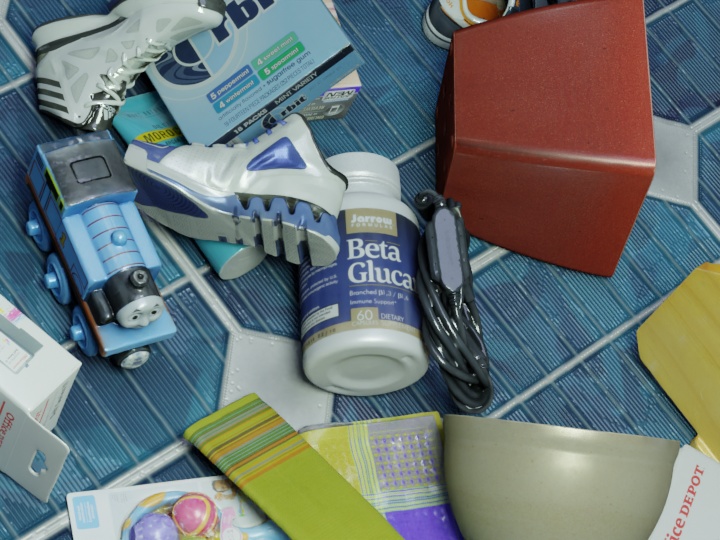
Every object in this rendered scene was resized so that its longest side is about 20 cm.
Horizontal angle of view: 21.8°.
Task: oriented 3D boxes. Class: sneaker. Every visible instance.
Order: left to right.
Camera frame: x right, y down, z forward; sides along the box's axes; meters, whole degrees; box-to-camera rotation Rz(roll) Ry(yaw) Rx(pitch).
[{"bbox_3d":[-0.204,-0.177,1.665,0.076,0.200,0.115,22,60,-58],"label":"sneaker"},{"bbox_3d":[-0.097,-0.084,1.624,0.199,0.081,0.115,18,60,7],"label":"sneaker"},{"bbox_3d":[0.168,-0.253,1.882,0.200,0.079,0.078,4,60,-20],"label":"sneaker"}]

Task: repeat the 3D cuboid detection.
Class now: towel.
[{"bbox_3d":[-0.054,0.184,1.553,0.200,0.018,0.086,42,43,22],"label":"towel"},{"bbox_3d":[0.027,0.216,1.597,0.144,0.023,0.200,-1,62,-21],"label":"towel"}]

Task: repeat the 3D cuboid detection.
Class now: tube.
[{"bbox_3d":[-0.156,-0.083,1.691,0.077,0.050,0.200,-16,62,-42],"label":"tube"}]

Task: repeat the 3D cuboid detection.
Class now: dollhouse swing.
[{"bbox_3d":[0.385,0.081,1.696,0.182,0.200,0.176,-13,66,-25],"label":"dollhouse swing"}]

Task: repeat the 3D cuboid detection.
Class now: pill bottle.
[{"bbox_3d":[0.000,0.000,1.656,0.111,0.111,0.200,5,60,-17],"label":"pill bottle"}]

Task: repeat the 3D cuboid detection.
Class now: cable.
[{"bbox_3d":[0.081,0.033,1.650,0.051,0.163,0.200,-10,75,5],"label":"cable"}]

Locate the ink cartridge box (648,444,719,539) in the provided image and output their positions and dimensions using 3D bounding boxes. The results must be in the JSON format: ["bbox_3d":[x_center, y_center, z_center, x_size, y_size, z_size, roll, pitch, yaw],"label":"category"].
[{"bbox_3d":[0.329,0.268,1.639,0.200,0.083,0.147,30,56,-2],"label":"ink cartridge box"}]

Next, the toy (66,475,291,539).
[{"bbox_3d":[-0.130,0.217,1.524,0.200,0.047,0.115,-3,61,-22],"label":"toy"}]

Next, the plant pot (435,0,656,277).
[{"bbox_3d":[0.164,-0.129,1.753,0.176,0.200,0.200,3,60,-3],"label":"plant pot"}]

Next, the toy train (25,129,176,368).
[{"bbox_3d":[-0.222,-0.017,1.584,0.087,0.114,0.200,-16,68,-26],"label":"toy train"}]

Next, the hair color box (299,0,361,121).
[{"bbox_3d":[-0.083,-0.239,1.792,0.109,0.065,0.200,-8,66,-24],"label":"hair color box"}]

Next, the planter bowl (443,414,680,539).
[{"bbox_3d":[0.161,0.198,1.572,0.200,0.200,0.135,8,86,-15],"label":"planter bowl"}]

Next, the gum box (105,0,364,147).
[{"bbox_3d":[-0.116,-0.216,1.703,0.170,0.045,0.200,-36,62,5],"label":"gum box"}]

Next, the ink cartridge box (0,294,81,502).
[{"bbox_3d":[-0.297,0.082,1.498,0.200,0.117,0.067,40,54,5],"label":"ink cartridge box"}]
